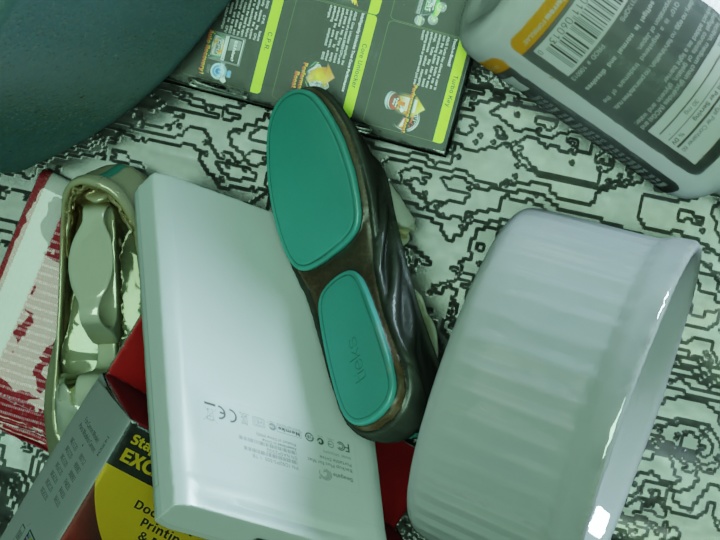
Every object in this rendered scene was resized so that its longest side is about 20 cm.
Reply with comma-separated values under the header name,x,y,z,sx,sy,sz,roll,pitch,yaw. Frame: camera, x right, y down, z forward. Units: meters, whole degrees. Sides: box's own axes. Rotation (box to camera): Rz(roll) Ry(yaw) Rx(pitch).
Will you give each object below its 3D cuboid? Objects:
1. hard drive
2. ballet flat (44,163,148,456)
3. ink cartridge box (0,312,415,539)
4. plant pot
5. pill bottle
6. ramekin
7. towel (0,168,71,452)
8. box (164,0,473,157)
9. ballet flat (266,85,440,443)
name,x,y,z,sx,sy,sz,roll,pitch,yaw
hard drive,-0.052,0.053,1.343,0.131,0.201,0.026,19,137,-32
ballet flat,-0.140,0.042,1.399,0.069,0.069,0.202,1,88,4
ink cartridge box,-0.069,0.144,1.367,0.199,0.084,0.176,29,96,-23
plant pot,-0.196,-0.160,1.341,0.196,0.196,0.201,42,113,23
pill bottle,0.159,-0.110,1.354,0.199,0.116,0.117,33,94,-13
ramekin,0.098,0.066,1.340,0.097,0.200,0.202,19,93,12
towel,-0.115,0.048,1.439,0.199,0.023,0.145,25,92,3
box,-0.018,-0.182,1.415,0.192,0.048,0.202,14,92,2
ballet flat,0.000,0.000,1.371,0.068,0.068,0.201,-28,64,33
